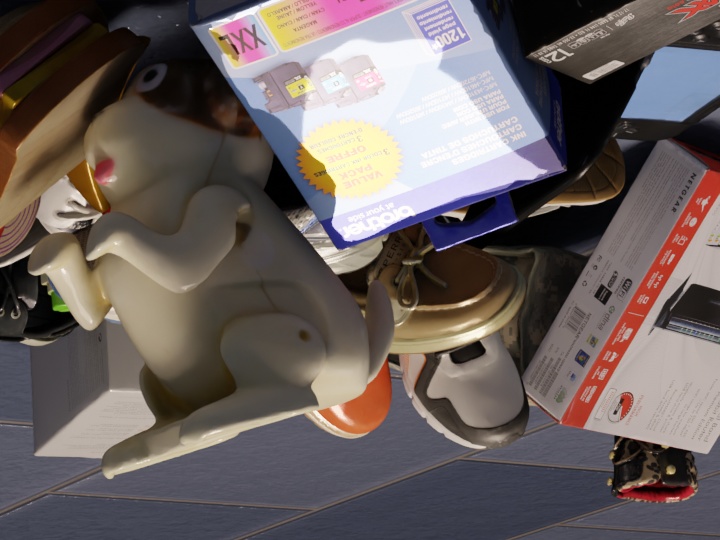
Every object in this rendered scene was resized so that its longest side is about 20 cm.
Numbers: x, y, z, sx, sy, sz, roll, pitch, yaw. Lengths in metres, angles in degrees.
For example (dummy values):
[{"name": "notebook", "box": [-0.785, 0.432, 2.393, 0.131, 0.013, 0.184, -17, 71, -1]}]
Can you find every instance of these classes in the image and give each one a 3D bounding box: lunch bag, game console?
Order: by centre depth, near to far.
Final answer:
[{"name": "game console", "box": [0.159, -0.075, 1.538, 0.175, 0.117, 0.200, 3, 162, -23]}, {"name": "lunch bag", "box": [0.097, 0.037, 1.882, 0.199, 0.118, 0.164, 2, 173, 43]}]

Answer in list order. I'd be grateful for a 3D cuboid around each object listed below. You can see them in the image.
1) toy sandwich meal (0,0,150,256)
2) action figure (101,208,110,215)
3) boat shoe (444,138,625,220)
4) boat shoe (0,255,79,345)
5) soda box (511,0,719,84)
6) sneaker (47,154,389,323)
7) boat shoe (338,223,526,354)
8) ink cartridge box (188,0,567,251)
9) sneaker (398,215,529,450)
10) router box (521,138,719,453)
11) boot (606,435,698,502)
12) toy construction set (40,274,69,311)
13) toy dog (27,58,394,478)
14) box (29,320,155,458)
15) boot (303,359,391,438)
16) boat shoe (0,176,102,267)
[{"name": "toy sandwich meal", "box": [-0.181, -0.065, 1.406, 0.070, 0.205, 0.205, 35, 171, 15]}, {"name": "action figure", "box": [-0.065, -0.053, 1.609, 0.200, 0.052, 0.066, -13, 147, -41]}, {"name": "boat shoe", "box": [0.070, -0.059, 1.648, 0.199, 0.071, 0.069, 4, 162, -29]}, {"name": "boat shoe", "box": [-0.244, 0.014, 1.800, 0.066, 0.075, 0.199, -15, 161, 25]}, {"name": "soda box", "box": [0.169, -0.167, 1.276, 0.200, 0.071, 0.063, -25, 156, 31]}, {"name": "sneaker", "box": [-0.086, -0.034, 1.482, 0.199, 0.077, 0.085, -15, 143, -1]}, {"name": "boat shoe", "box": [0.000, 0.000, 1.527, 0.199, 0.073, 0.063, 4, 138, 27]}, {"name": "ink cartridge box", "box": [0.018, -0.098, 1.323, 0.136, 0.077, 0.200, -20, 132, 18]}, {"name": "sneaker", "box": [0.051, 0.028, 1.731, 0.073, 0.200, 0.080, -24, 158, -14]}, {"name": "router box", "box": [0.222, 0.020, 1.777, 0.179, 0.201, 0.049, 13, -160, -47]}, {"name": "boot", "box": [0.216, 0.100, 2.077, 0.073, 0.151, 0.200, -11, 162, 22]}, {"name": "toy construction set", "box": [-0.134, -0.006, 1.756, 0.199, 0.093, 0.131, 20, 152, -32]}, {"name": "toy dog", "box": [-0.075, -0.015, 1.368, 0.193, 0.201, 0.139, -17, 176, -24]}, {"name": "box", "box": [-0.166, 0.073, 1.977, 0.124, 0.098, 0.200, 2, 161, -23]}, {"name": "boot", "box": [-0.009, 0.037, 1.711, 0.075, 0.201, 0.107, -35, -145, -27]}, {"name": "boat shoe", "box": [-0.180, -0.051, 1.612, 0.200, 0.066, 0.072, -20, 157, 40]}]
